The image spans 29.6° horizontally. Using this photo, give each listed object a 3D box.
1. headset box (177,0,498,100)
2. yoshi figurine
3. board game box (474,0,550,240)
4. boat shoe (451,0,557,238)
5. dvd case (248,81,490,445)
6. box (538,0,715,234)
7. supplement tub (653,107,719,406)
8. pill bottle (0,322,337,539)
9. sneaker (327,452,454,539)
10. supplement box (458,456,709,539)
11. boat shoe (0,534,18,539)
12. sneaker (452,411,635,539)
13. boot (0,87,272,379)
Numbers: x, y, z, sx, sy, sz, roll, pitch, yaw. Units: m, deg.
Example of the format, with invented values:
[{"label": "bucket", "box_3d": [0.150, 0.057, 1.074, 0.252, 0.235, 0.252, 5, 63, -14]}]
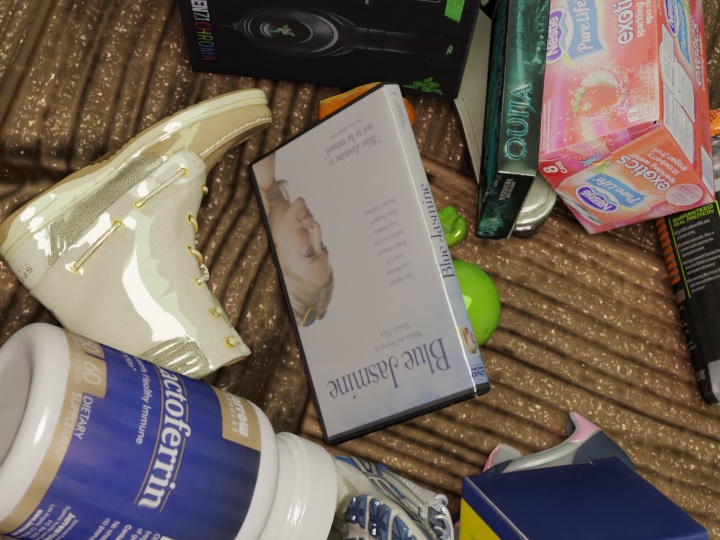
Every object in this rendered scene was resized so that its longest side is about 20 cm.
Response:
[{"label": "headset box", "box_3d": [-0.011, -0.190, 0.870, 0.199, 0.174, 0.093, 6, 74, -1]}, {"label": "yoshi figurine", "box_3d": [0.039, -0.023, 0.907, 0.112, 0.112, 0.201, -8, 82, -27]}, {"label": "board game box", "box_3d": [0.099, -0.133, 0.877, 0.028, 0.135, 0.201, 6, 74, 1]}, {"label": "boat shoe", "box_3d": [0.098, -0.122, 0.977, 0.071, 0.061, 0.202, -9, 75, 5]}, {"label": "dvd case", "box_3d": [0.000, 0.000, 0.870, 0.017, 0.142, 0.201, -8, 77, -45]}, {"label": "box", "box_3d": [0.179, -0.141, 0.944, 0.103, 0.094, 0.201, 42, 43, -44]}, {"label": "supplement tub", "box_3d": [0.280, -0.011, 0.975, 0.122, 0.123, 0.201, -9, 80, -20]}, {"label": "pill bottle", "box_3d": [-0.119, 0.115, 0.781, 0.199, 0.116, 0.116, 24, 69, -30]}, {"label": "sneaker", "box_3d": [0.027, 0.159, 0.815, 0.085, 0.200, 0.077, 4, 107, -27]}, {"label": "supplement box", "box_3d": [0.125, 0.229, 0.822, 0.108, 0.109, 0.201, -4, 107, -20]}, {"label": "boat shoe", "box_3d": [-0.195, 0.171, 0.797, 0.200, 0.072, 0.065, 45, 62, -7]}, {"label": "sneaker", "box_3d": [0.090, 0.164, 0.906, 0.199, 0.070, 0.082, -23, 58, -19]}, {"label": "boot", "box_3d": [-0.111, -0.012, 0.871, 0.200, 0.072, 0.155, -34, 88, -18]}]
